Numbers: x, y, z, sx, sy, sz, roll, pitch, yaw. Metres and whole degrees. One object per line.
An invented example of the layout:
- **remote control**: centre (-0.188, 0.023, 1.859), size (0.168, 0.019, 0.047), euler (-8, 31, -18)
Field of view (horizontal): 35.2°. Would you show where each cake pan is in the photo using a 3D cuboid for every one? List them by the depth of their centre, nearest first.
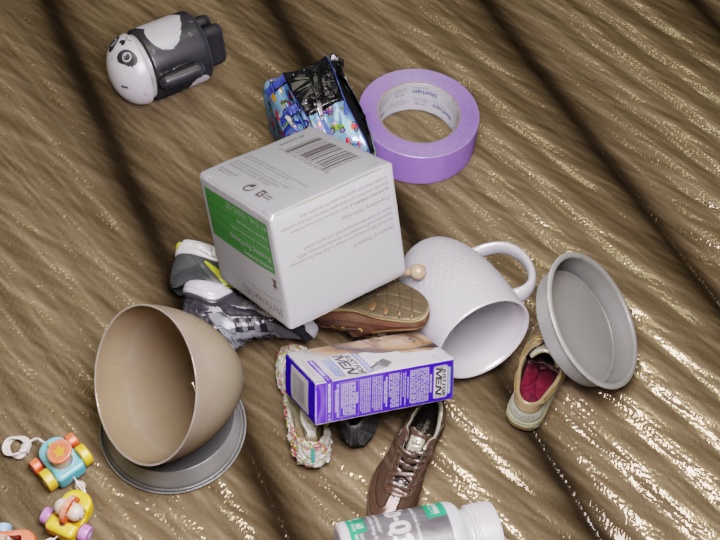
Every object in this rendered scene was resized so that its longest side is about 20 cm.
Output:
- **cake pan**: centre (-0.254, 0.203, 1.537), size (0.198, 0.037, 0.201), euler (2, 54, -3)
- **cake pan**: centre (0.316, 0.074, 1.602), size (0.199, 0.037, 0.202), euler (23, 54, -37)

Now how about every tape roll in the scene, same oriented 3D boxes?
- **tape roll**: centre (0.093, -0.239, 1.870), size (0.198, 0.066, 0.201), euler (2, 54, -2)

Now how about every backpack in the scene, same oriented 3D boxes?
- **backpack**: centre (-0.055, -0.203, 1.772), size (0.134, 0.183, 0.201), euler (-22, 70, -9)

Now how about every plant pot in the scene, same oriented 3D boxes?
- **plant pot**: centre (-0.230, 0.142, 1.464), size (0.134, 0.201, 0.201), euler (0, 43, -51)

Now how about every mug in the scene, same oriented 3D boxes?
- **mug**: centre (0.156, 0.029, 1.622), size (0.199, 0.148, 0.176), euler (-27, 49, -8)

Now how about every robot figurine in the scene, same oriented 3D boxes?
- **robot figurine**: centre (-0.324, -0.356, 1.885), size (0.199, 0.150, 0.126), euler (-27, 95, -22)

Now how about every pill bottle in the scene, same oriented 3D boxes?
- **pill bottle**: centre (0.073, 0.351, 1.407), size (0.198, 0.113, 0.114), euler (-9, 55, -11)

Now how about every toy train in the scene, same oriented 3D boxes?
- **toy train**: centre (-0.416, 0.288, 1.451), size (0.149, 0.056, 0.201), euler (-1, 54, -5)

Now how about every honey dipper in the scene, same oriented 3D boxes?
- **honey dipper**: centre (0.000, 0.000, 1.604), size (0.199, 0.038, 0.038), euler (-1, 49, 28)

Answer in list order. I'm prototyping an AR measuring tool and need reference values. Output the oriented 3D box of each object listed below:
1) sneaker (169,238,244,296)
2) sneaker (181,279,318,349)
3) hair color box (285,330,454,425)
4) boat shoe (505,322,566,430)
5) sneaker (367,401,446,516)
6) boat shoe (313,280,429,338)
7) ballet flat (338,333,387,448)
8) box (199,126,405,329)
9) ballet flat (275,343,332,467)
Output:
- **sneaker**: centre (-0.187, 0.021, 1.664), size (0.198, 0.075, 0.085), euler (14, 68, 11)
- **sneaker**: centre (-0.165, 0.092, 1.591), size (0.198, 0.076, 0.115), euler (17, 76, -3)
- **hair color box**: centre (0.012, 0.138, 1.498), size (0.198, 0.065, 0.109), euler (-7, 20, -24)
- **boat shoe**: centre (0.263, 0.131, 1.610), size (0.073, 0.067, 0.201), euler (18, 54, 9)
- **sneaker**: centre (0.060, 0.246, 1.505), size (0.070, 0.076, 0.201), euler (18, 54, 9)
- **boat shoe**: centre (0.009, 0.056, 1.580), size (0.199, 0.068, 0.072), euler (6, 43, 28)
- **ballet flat**: centre (0.010, 0.153, 1.581), size (0.066, 0.057, 0.201), euler (8, 54, 1)
- **box**: centre (-0.078, -0.064, 1.534), size (0.199, 0.172, 0.199), euler (-26, 34, -26)
- **ballet flat**: centre (-0.074, 0.173, 1.556), size (0.075, 0.064, 0.201), euler (-9, 55, -10)
